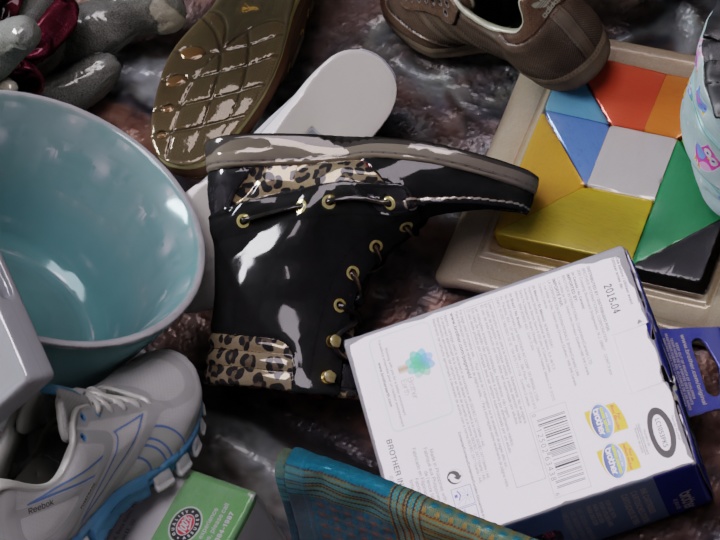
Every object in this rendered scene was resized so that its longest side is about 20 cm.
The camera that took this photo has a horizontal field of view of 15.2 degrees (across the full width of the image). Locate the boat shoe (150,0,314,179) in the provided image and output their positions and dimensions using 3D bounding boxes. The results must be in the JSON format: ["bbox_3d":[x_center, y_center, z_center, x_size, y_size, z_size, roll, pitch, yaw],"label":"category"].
[{"bbox_3d":[-0.070,-0.135,1.697,0.072,0.068,0.201,10,60,21],"label":"boat shoe"}]

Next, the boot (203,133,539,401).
[{"bbox_3d":[0.000,0.000,1.558,0.198,0.073,0.152,5,85,9],"label":"boot"}]

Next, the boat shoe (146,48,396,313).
[{"bbox_3d":[-0.056,-0.054,1.640,0.072,0.069,0.200,37,84,0],"label":"boat shoe"}]

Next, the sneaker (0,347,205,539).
[{"bbox_3d":[-0.146,0.089,1.451,0.074,0.087,0.200,10,35,24],"label":"sneaker"}]

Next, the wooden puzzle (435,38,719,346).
[{"bbox_3d":[0.158,-0.055,1.576,0.199,0.037,0.186,11,63,27],"label":"wooden puzzle"}]

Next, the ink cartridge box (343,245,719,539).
[{"bbox_3d":[0.106,0.078,1.471,0.199,0.076,0.137,-20,65,8],"label":"ink cartridge box"}]

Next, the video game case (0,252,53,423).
[{"bbox_3d":[-0.260,0.024,1.458,0.200,0.023,0.183,-38,71,40],"label":"video game case"}]

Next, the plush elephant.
[{"bbox_3d":[-0.238,-0.141,1.705,0.200,0.165,0.155,-37,19,21],"label":"plush elephant"}]

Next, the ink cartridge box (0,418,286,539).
[{"bbox_3d":[-0.159,0.175,1.519,0.199,0.088,0.146,17,65,28],"label":"ink cartridge box"}]

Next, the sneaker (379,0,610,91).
[{"bbox_3d":[0.072,-0.170,1.636,0.071,0.076,0.199,-51,39,-14],"label":"sneaker"}]

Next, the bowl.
[{"bbox_3d":[-0.199,0.001,1.560,0.199,0.105,0.202,16,42,-15],"label":"bowl"}]

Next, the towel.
[{"bbox_3d":[0.046,0.175,1.406,0.199,0.147,0.022,20,48,29],"label":"towel"}]

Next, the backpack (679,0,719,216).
[{"bbox_3d":[0.277,-0.083,1.481,0.198,0.127,0.168,9,55,4],"label":"backpack"}]
